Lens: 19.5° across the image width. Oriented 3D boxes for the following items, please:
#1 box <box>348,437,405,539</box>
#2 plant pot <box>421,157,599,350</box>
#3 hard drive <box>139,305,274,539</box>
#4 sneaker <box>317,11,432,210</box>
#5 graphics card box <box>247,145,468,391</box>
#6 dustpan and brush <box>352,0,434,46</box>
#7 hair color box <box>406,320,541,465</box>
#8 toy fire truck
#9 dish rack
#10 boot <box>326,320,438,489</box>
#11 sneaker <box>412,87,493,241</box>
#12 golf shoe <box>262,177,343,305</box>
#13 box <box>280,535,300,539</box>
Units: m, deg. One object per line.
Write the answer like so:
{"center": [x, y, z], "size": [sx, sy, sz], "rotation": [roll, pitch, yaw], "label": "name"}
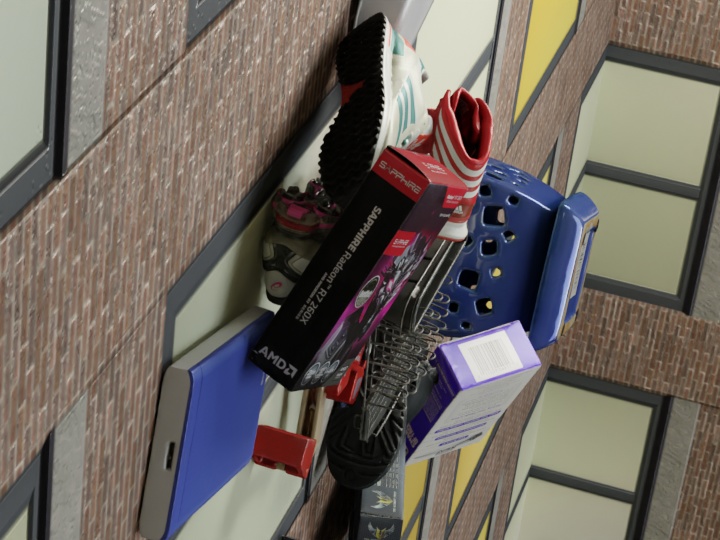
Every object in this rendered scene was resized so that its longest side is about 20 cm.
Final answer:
{"center": [0.015, 0.271, 2.230], "size": [0.200, 0.051, 0.159], "rotation": [-87, -175, -62], "label": "box"}
{"center": [0.169, -0.017, 2.414], "size": [0.200, 0.179, 0.201], "rotation": [-22, 126, -75], "label": "plant pot"}
{"center": [-0.114, 0.113, 1.598], "size": [0.200, 0.025, 0.133], "rotation": [-38, 140, -71], "label": "hard drive"}
{"center": [0.024, -0.117, 1.718], "size": [0.093, 0.070, 0.201], "rotation": [37, 40, -32], "label": "sneaker"}
{"center": [0.000, 0.000, 1.642], "size": [0.201, 0.051, 0.125], "rotation": [-55, 167, 9], "label": "graphics card box"}
{"center": [0.022, -0.242, 1.794], "size": [0.140, 0.057, 0.200], "rotation": [-64, 173, -7], "label": "dustpan and brush"}
{"center": [0.111, 0.138, 2.333], "size": [0.109, 0.065, 0.200], "rotation": [-15, 155, -27], "label": "hair color box"}
{"center": [-0.041, 0.117, 1.892], "size": [0.200, 0.048, 0.142], "rotation": [43, 62, -78], "label": "toy fire truck"}
{"center": [0.044, 0.061, 1.961], "size": [0.154, 0.054, 0.201], "rotation": [-56, 158, -49], "label": "dish rack"}
{"center": [0.027, 0.143, 2.176], "size": [0.168, 0.076, 0.202], "rotation": [57, 41, -69], "label": "boot"}
{"center": [0.067, -0.123, 1.829], "size": [0.116, 0.078, 0.200], "rotation": [-63, -144, 27], "label": "sneaker"}
{"center": [-0.031, -0.025, 1.738], "size": [0.200, 0.072, 0.093], "rotation": [-18, 128, -65], "label": "golf shoe"}
{"center": [-0.063, 0.346, 2.080], "size": [0.200, 0.037, 0.138], "rotation": [61, 43, -73], "label": "box"}
